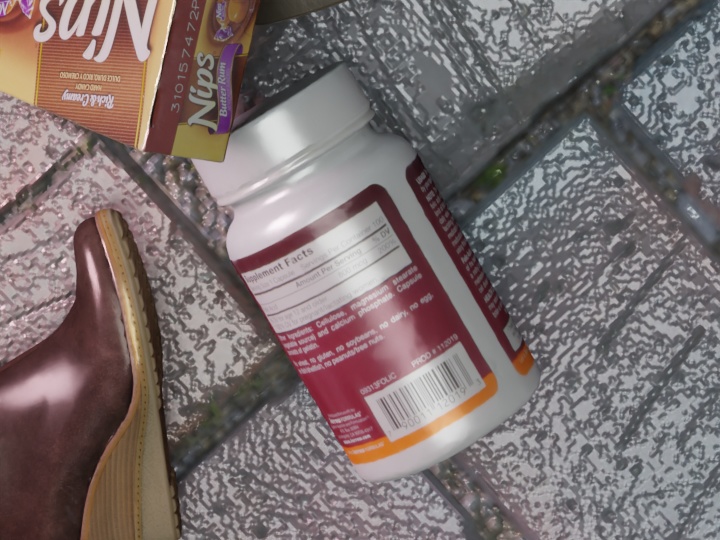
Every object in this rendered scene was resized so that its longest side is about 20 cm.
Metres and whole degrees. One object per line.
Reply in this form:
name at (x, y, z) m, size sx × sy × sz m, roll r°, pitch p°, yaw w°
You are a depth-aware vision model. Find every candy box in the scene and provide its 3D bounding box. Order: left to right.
candy box at (-0.133, -0.135, 1.276) m, size 0.056 × 0.200 × 0.117 m, roll 6°, pitch 103°, yaw -41°

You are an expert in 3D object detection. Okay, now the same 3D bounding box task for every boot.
boot at (-0.188, 0.072, 1.365) m, size 0.166 × 0.072 × 0.201 m, roll -6°, pitch 103°, yaw -1°

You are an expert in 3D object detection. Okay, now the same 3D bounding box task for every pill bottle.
pill bottle at (0.000, 0.000, 1.332) m, size 0.114 × 0.114 × 0.201 m, roll -29°, pitch 97°, yaw 5°

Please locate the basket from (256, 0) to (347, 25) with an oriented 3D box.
basket at (-0.039, -0.238, 1.286) m, size 0.180 × 0.136 × 0.201 m, roll -27°, pitch 105°, yaw -19°
